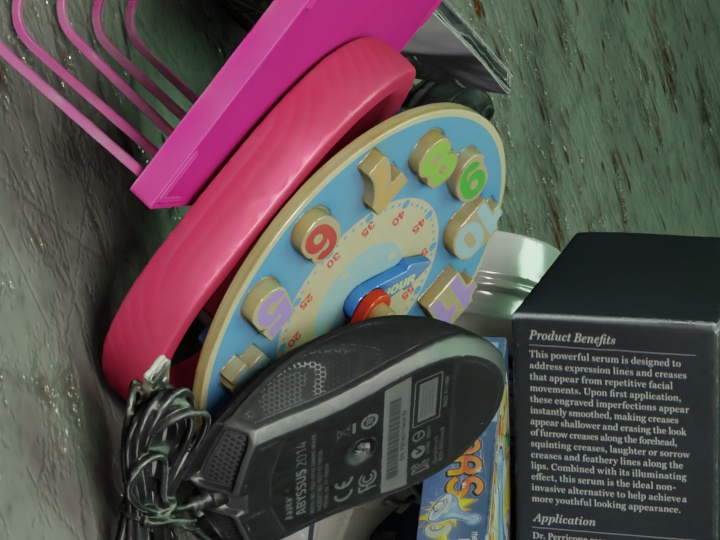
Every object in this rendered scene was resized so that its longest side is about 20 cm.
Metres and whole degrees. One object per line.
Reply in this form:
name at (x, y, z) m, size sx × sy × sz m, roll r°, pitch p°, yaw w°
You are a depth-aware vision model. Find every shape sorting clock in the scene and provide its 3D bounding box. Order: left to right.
shape sorting clock at (-0.001, 0.012, 1.321) m, size 0.039 × 0.200 × 0.200 m, roll 37°, pitch 2°, yaw 22°

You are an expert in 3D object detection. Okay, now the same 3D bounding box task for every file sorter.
file sorter at (-0.065, -0.123, 1.297) m, size 0.125 × 0.139 × 0.200 m, roll 41°, pitch 12°, yaw 10°

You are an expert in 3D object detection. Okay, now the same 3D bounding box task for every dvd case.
dvd case at (-0.016, -0.139, 1.499) m, size 0.200 × 0.148 × 0.016 m, roll 39°, pitch 65°, yaw -65°

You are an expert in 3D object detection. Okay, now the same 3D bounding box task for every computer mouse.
computer mouse at (-0.028, 0.066, 1.269) m, size 0.053 × 0.199 × 0.139 m, roll 48°, pitch -34°, yaw 38°

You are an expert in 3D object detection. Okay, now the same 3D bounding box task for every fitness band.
fitness band at (-0.043, -0.019, 1.303) m, size 0.037 × 0.200 × 0.144 m, roll 38°, pitch 0°, yaw 14°

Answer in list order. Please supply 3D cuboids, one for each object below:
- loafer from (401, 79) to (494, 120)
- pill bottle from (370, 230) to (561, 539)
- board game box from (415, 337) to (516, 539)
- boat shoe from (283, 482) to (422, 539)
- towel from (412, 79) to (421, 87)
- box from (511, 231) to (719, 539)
loafer at (0.040, -0.062, 1.583) m, size 0.070 × 0.068 × 0.201 m, roll 40°, pitch 20°, yaw 5°
pill bottle at (0.057, 0.085, 1.565) m, size 0.120 × 0.119 × 0.201 m, roll 40°, pitch 53°, yaw -64°
board game box at (0.048, 0.147, 1.354) m, size 0.201 × 0.034 × 0.136 m, roll -81°, pitch 169°, yaw -48°
boat shoe at (0.007, 0.091, 1.441) m, size 0.071 × 0.069 × 0.201 m, roll 8°, pitch 95°, yaw -79°
towel at (-0.010, -0.169, 1.678) m, size 0.200 × 0.034 × 0.133 m, roll 48°, pitch 21°, yaw -61°
box at (0.145, 0.097, 1.467) m, size 0.148 × 0.106 × 0.201 m, roll -43°, pitch 134°, yaw -67°
